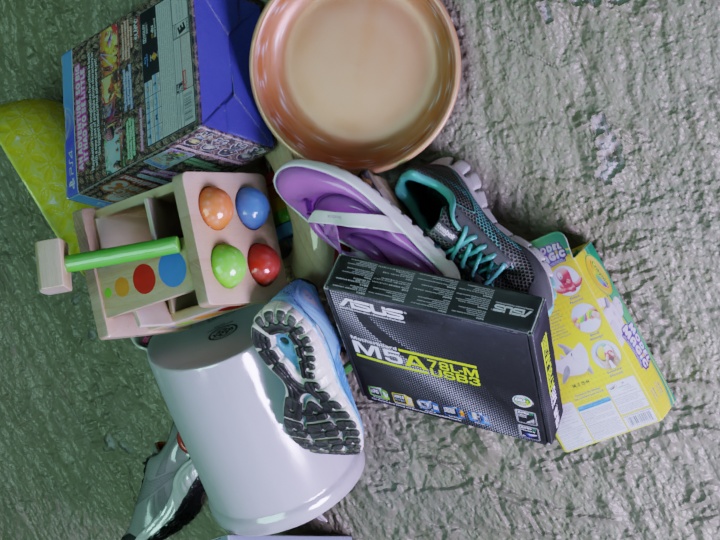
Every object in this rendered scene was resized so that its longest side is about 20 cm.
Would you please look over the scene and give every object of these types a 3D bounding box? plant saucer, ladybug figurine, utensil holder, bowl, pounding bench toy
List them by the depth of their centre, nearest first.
[{"bbox_3d":[-0.181,-0.015,1.504,0.155,0.200,0.125,-17,83,33],"label":"pounding bench toy"},{"bbox_3d":[-0.003,-0.190,1.513,0.199,0.037,0.201,2,99,12],"label":"plant saucer"},{"bbox_3d":[-0.062,-0.067,1.596,0.136,0.072,0.201,-20,88,60],"label":"ladybug figurine"},{"bbox_3d":[-0.107,0.137,1.648,0.169,0.170,0.201,-3,122,32],"label":"utensil holder"},{"bbox_3d":[-0.295,-0.106,1.701,0.107,0.200,0.201,-32,94,-7],"label":"bowl"}]

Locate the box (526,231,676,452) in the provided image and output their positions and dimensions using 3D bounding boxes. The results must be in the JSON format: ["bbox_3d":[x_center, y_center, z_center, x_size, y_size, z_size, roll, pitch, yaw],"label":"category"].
[{"bbox_3d":[0.197,0.062,1.534,0.117,0.048,0.201,-24,100,37],"label":"box"}]

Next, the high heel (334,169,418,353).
[{"bbox_3d":[0.000,0.000,1.558,0.142,0.072,0.200,-22,125,14],"label":"high heel"}]

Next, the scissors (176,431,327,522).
[{"bbox_3d":[-0.110,0.202,1.792,0.199,0.073,0.014,28,155,-7],"label":"scissors"}]

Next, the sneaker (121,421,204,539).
[{"bbox_3d":[-0.219,0.245,1.856,0.079,0.074,0.200,45,121,17],"label":"sneaker"}]

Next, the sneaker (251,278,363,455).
[{"bbox_3d":[-0.034,0.093,1.550,0.078,0.090,0.201,0,128,24],"label":"sneaker"}]

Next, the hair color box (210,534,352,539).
[{"bbox_3d":[-0.103,0.318,1.731,0.099,0.200,0.061,-21,69,35],"label":"hair color box"}]

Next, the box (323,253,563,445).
[{"bbox_3d":[0.080,0.074,1.492,0.199,0.048,0.193,13,151,20],"label":"box"}]

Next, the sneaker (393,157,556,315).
[{"bbox_3d":[0.097,-0.023,1.491,0.078,0.091,0.200,-51,61,23],"label":"sneaker"}]

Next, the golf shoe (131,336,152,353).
[{"bbox_3d":[-0.195,0.074,1.748,0.200,0.088,0.077,35,123,10],"label":"golf shoe"}]

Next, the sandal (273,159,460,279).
[{"bbox_3d":[0.001,-0.032,1.474,0.202,0.050,0.083,33,139,10],"label":"sandal"}]

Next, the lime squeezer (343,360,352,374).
[{"bbox_3d":[0.027,0.093,1.664,0.199,0.038,0.071,-10,138,33],"label":"lime squeezer"}]

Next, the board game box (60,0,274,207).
[{"bbox_3d":[-0.190,-0.163,1.584,0.199,0.097,0.160,-22,65,39],"label":"board game box"}]
